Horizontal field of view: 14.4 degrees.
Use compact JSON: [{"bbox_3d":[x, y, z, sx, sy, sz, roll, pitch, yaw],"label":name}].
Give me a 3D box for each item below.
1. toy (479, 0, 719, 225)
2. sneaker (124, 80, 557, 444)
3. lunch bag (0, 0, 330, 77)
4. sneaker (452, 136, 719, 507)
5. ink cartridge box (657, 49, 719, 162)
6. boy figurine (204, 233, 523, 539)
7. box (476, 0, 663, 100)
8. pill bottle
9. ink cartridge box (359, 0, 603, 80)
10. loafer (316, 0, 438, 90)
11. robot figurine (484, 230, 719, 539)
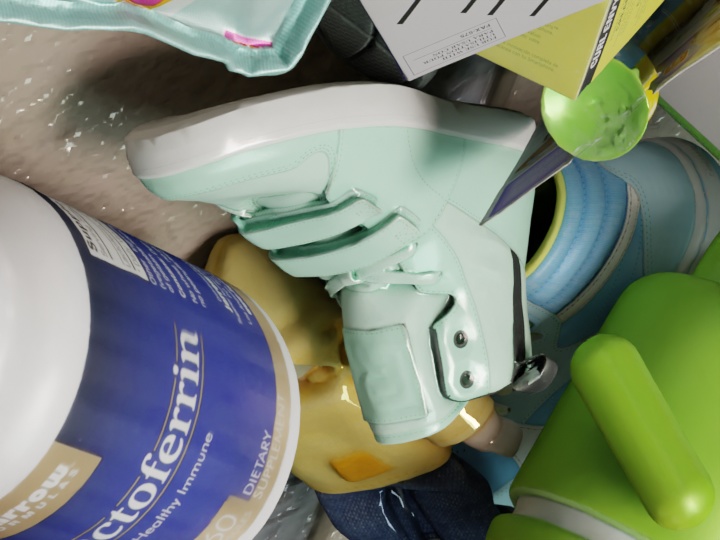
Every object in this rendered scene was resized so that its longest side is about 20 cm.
[{"bbox_3d":[0.091,-0.094,1.000,0.115,0.047,0.200,-38,-168,23],"label":"toy"},{"bbox_3d":[0.001,0.000,0.982,0.200,0.073,0.119,3,82,-51],"label":"sneaker"},{"bbox_3d":[-0.041,-0.179,0.699,0.121,0.171,0.201,9,122,-41],"label":"lunch bag"},{"bbox_3d":[0.050,0.024,1.142,0.130,0.080,0.201,5,124,-44],"label":"sneaker"},{"bbox_3d":[0.214,-0.066,1.147,0.199,0.146,0.084,9,121,-52],"label":"ink cartridge box"},{"bbox_3d":[0.000,0.061,1.097,0.200,0.124,0.065,56,39,-44],"label":"boy figurine"},{"bbox_3d":[0.079,-0.127,0.916,0.200,0.075,0.050,-49,161,-53],"label":"box"},{"bbox_3d":[-0.114,0.033,0.924,0.116,0.116,0.200,-49,148,9],"label":"pill bottle"},{"bbox_3d":[0.086,-0.124,0.767,0.199,0.044,0.094,-22,155,7],"label":"ink cartridge box"},{"bbox_3d":[0.009,-0.138,0.922,0.063,0.072,0.200,-53,160,-23],"label":"loafer"},{"bbox_3d":[0.122,0.083,1.077,0.201,0.115,0.176,-59,166,-13],"label":"robot figurine"}]
